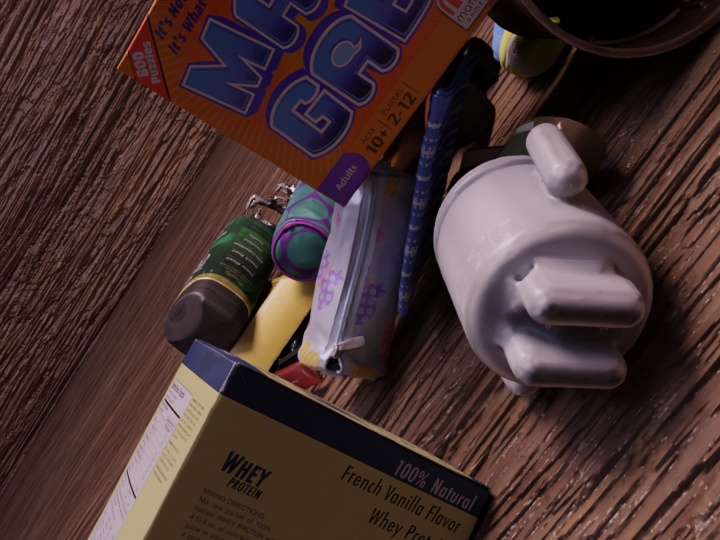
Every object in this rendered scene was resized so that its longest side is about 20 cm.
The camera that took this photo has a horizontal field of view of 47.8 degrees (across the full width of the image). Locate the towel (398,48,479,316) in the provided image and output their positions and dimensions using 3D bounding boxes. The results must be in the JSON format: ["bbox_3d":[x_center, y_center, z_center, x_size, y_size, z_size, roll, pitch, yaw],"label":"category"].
[{"bbox_3d":[0.066,-0.079,0.700,0.145,0.024,0.200,-62,-18,-59],"label":"towel"}]

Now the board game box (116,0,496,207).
[{"bbox_3d":[-0.042,-0.215,0.657,0.200,0.200,0.200,-52,20,22],"label":"board game box"}]

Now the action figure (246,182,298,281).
[{"bbox_3d":[-0.133,-0.070,1.235,0.200,0.102,0.119,-58,8,9],"label":"action figure"}]

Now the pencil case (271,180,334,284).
[{"bbox_3d":[-0.051,-0.064,1.014,0.085,0.093,0.200,-17,25,18],"label":"pencil case"}]

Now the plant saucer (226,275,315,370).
[{"bbox_3d":[-0.136,0.082,1.038,0.200,0.048,0.200,-55,13,-16],"label":"plant saucer"}]

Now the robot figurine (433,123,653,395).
[{"bbox_3d":[0.110,-0.005,0.522,0.200,0.113,0.170,-102,21,-63],"label":"robot figurine"}]

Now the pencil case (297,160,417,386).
[{"bbox_3d":[0.000,0.000,0.745,0.091,0.083,0.200,6,-82,-67],"label":"pencil case"}]

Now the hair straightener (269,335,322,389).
[{"bbox_3d":[-0.083,0.118,0.954,0.200,0.041,0.077,-41,14,53],"label":"hair straightener"}]

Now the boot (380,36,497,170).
[{"bbox_3d":[0.062,-0.151,0.921,0.200,0.068,0.188,-42,27,43],"label":"boot"}]

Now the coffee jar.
[{"bbox_3d":[-0.170,0.020,1.022,0.104,0.085,0.200,-45,15,31],"label":"coffee jar"}]

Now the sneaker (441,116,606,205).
[{"bbox_3d":[0.119,-0.058,0.656,0.090,0.067,0.200,-63,14,-8],"label":"sneaker"}]

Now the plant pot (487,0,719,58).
[{"bbox_3d":[0.176,-0.270,0.648,0.200,0.200,0.198,-57,13,7],"label":"plant pot"}]

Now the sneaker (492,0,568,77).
[{"bbox_3d":[0.185,-0.288,0.803,0.200,0.076,0.105,-59,19,5],"label":"sneaker"}]

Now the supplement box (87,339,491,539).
[{"bbox_3d":[-0.060,0.182,0.544,0.200,0.200,0.134,-63,20,-8],"label":"supplement box"}]
